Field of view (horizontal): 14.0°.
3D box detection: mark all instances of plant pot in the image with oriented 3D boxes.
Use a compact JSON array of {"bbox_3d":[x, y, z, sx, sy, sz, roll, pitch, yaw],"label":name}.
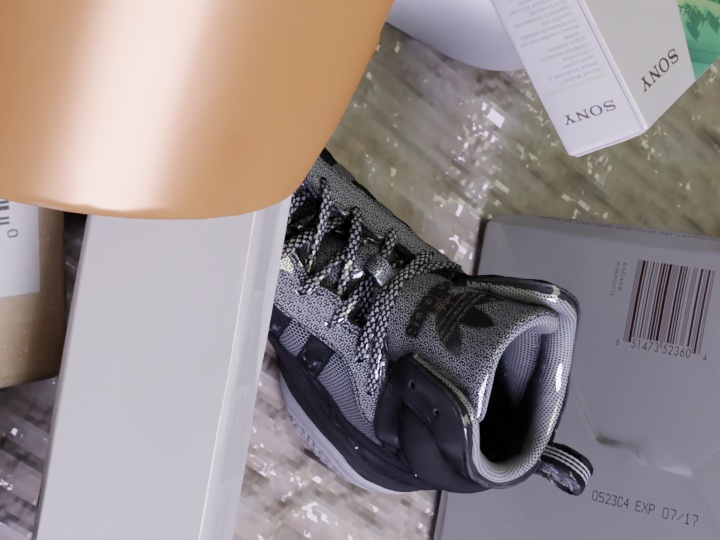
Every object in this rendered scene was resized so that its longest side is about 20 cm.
[{"bbox_3d":[-0.066,-0.100,0.714,0.200,0.200,0.140,-2,113,-39],"label":"plant pot"}]

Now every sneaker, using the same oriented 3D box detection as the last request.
[{"bbox_3d":[0.000,0.000,0.913,0.076,0.114,0.200,-53,124,-21],"label":"sneaker"}]

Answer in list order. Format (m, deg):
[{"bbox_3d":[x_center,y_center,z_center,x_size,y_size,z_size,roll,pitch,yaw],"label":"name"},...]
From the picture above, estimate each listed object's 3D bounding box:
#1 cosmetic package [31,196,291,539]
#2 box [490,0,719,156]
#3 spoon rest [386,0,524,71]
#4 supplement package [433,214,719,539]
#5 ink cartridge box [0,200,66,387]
[{"bbox_3d":[-0.054,0.015,0.836,0.051,0.083,0.200,10,90,3],"label":"cosmetic package"},{"bbox_3d":[0.068,-0.156,0.948,0.144,0.036,0.200,-43,111,-47],"label":"box"},{"bbox_3d":[0.021,-0.114,0.962,0.200,0.061,0.099,-7,101,-52],"label":"spoon rest"},{"bbox_3d":[0.165,0.072,1.009,0.200,0.191,0.147,10,91,-40],"label":"supplement package"},{"bbox_3d":[-0.167,-0.061,0.794,0.165,0.075,0.200,-9,103,-39],"label":"ink cartridge box"}]
